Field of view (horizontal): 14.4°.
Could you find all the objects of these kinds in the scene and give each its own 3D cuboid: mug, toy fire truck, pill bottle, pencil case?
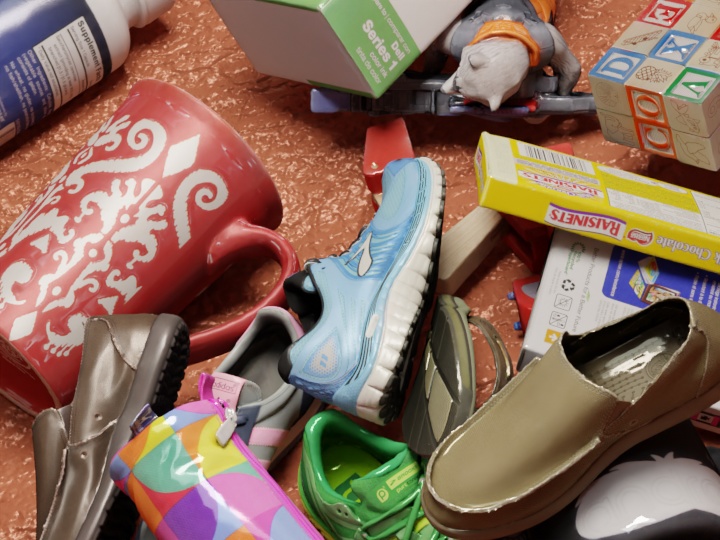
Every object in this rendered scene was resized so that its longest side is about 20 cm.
[{"bbox_3d":[-0.151,-0.006,1.807,0.200,0.133,0.177,-46,33,-21],"label":"mug"},{"bbox_3d":[0.083,-0.022,1.826,0.141,0.049,0.200,-13,48,3],"label":"toy fire truck"},{"bbox_3d":[-0.232,-0.167,1.991,0.200,0.111,0.111,-35,50,-18],"label":"pill bottle"},{"bbox_3d":[-0.063,0.161,1.633,0.088,0.088,0.200,-32,73,-16],"label":"pencil case"}]

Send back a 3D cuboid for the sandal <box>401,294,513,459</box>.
[{"bbox_3d":[0.064,0.059,1.695,0.057,0.080,0.201,19,14,-1],"label":"sandal"}]

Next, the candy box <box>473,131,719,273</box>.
[{"bbox_3d":[0.169,-0.036,1.751,0.200,0.026,0.102,16,20,-5],"label":"candy box"}]

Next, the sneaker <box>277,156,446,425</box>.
[{"bbox_3d":[0.000,0.000,1.735,0.090,0.078,0.200,12,46,7],"label":"sneaker"}]

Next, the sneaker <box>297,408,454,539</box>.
[{"bbox_3d":[0.026,0.152,1.659,0.074,0.084,0.200,-38,52,-20],"label":"sneaker"}]

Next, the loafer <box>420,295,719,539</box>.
[{"bbox_3d":[0.114,0.072,1.553,0.200,0.067,0.076,-34,48,-3],"label":"loafer"}]

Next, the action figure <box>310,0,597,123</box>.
[{"bbox_3d":[0.064,-0.159,1.906,0.200,0.105,0.194,-2,26,-5],"label":"action figure"}]

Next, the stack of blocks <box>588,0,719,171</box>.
[{"bbox_3d":[0.251,-0.153,1.834,0.115,0.059,0.200,17,52,36],"label":"stack of blocks"}]

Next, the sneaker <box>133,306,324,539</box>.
[{"bbox_3d":[-0.088,0.107,1.728,0.070,0.082,0.200,12,53,22],"label":"sneaker"}]

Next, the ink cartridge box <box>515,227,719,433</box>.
[{"bbox_3d":[0.201,0.044,1.718,0.200,0.037,0.095,16,59,3],"label":"ink cartridge box"}]

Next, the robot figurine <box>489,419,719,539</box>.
[{"bbox_3d":[0.147,0.140,1.617,0.125,0.150,0.200,-37,47,13],"label":"robot figurine"}]

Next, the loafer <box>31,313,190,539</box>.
[{"bbox_3d":[-0.166,0.115,1.718,0.071,0.073,0.200,17,74,13],"label":"loafer"}]

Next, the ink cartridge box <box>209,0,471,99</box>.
[{"bbox_3d":[0.016,-0.217,1.895,0.200,0.084,0.145,-46,33,-19],"label":"ink cartridge box"}]
